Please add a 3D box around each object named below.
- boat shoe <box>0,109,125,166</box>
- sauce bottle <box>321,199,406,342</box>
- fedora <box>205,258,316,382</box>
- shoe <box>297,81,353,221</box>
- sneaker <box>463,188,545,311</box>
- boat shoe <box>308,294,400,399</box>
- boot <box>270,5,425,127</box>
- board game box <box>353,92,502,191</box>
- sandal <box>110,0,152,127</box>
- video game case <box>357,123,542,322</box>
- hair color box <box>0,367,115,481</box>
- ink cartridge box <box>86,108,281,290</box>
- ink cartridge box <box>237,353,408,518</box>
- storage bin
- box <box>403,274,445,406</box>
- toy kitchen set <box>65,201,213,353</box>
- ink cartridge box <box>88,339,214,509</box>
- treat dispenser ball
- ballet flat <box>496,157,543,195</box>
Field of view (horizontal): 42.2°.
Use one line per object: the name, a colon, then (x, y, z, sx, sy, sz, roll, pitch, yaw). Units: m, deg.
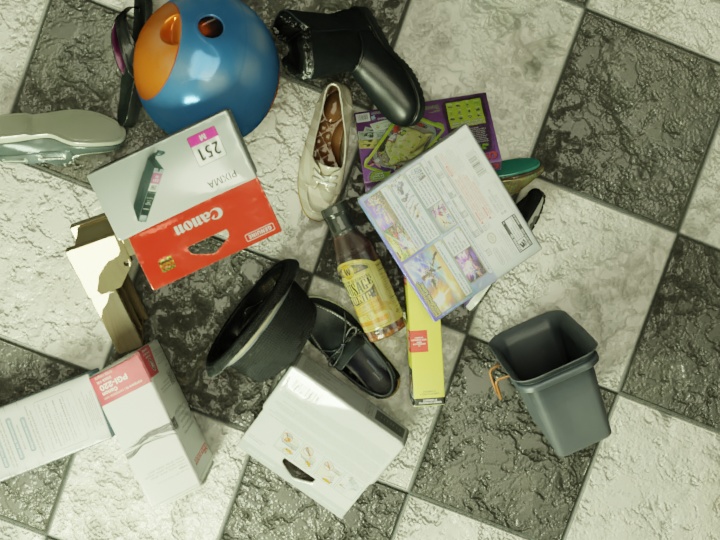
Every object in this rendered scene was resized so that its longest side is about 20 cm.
boat shoe: (-0.435, -0.185, 1.341, 0.195, 0.074, 0.062, -1, 137, -8)
sauce bottle: (0.000, 0.000, 1.332, 0.065, 0.066, 0.203, -26, 93, 1)
fedora: (-0.127, 0.085, 1.301, 0.091, 0.201, 0.202, 38, 92, -15)
shoe: (-0.052, -0.172, 1.342, 0.068, 0.053, 0.205, 9, 93, -2)
sneaker: (0.186, -0.047, 1.347, 0.087, 0.076, 0.201, 36, 92, 3)
boat shoe: (-0.019, 0.112, 1.357, 0.200, 0.062, 0.075, 44, 94, -2)
boot: (-0.019, -0.272, 1.272, 0.167, 0.076, 0.202, -20, 76, -42)
board game box: (0.094, -0.184, 1.331, 0.196, 0.032, 0.122, -8, 59, 0)
sandal: (-0.327, -0.306, 1.313, 0.047, 0.075, 0.205, 6, 95, -31)
video game case: (0.121, -0.065, 1.280, 0.180, 0.045, 0.202, -33, 96, 1)
hair color box: (-0.461, 0.227, 1.355, 0.196, 0.061, 0.101, -21, 93, -1)
ink cartridge box: (-0.222, -0.086, 1.197, 0.197, 0.044, 0.176, -24, 104, 1)
ink cartridge box: (-0.056, 0.244, 1.364, 0.198, 0.044, 0.174, 35, 119, -4)
storage bin: (0.264, 0.165, 1.306, 0.143, 0.200, 0.136, -23, 103, 0)
box: (0.091, 0.089, 1.351, 0.049, 0.075, 0.205, -3, 95, -1)
toy kitchen set: (-0.287, -0.029, 1.333, 0.196, 0.164, 0.183, -19, 122, 0)
ink cartridge box: (-0.289, 0.213, 1.314, 0.084, 0.146, 0.203, -27, 93, -1)
treat dispenser ball: (-0.206, -0.271, 1.260, 0.196, 0.201, 0.206, 0, 94, -1)
ballet flat: (0.167, -0.118, 1.350, 0.195, 0.071, 0.072, -8, 94, -1)
